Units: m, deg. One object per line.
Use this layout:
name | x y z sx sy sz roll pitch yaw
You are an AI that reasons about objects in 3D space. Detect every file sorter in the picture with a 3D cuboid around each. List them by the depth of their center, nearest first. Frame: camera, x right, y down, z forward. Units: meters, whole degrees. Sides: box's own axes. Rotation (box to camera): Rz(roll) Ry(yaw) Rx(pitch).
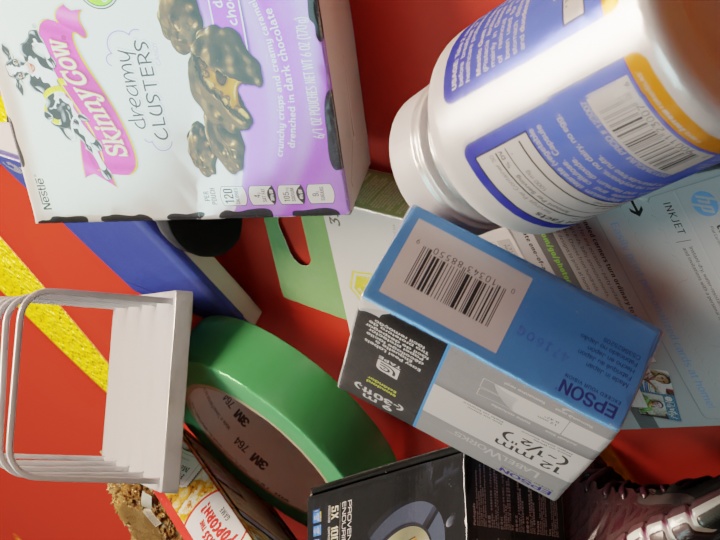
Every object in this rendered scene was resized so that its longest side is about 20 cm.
file sorter | -0.213 0.084 0.981 0.200 0.123 0.141 173 101 -66

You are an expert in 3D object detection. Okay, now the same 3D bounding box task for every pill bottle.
pill bottle | 0.102 -0.083 0.623 0.112 0.112 0.199 52 144 -10

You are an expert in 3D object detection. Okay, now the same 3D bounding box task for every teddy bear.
teddy bear | -0.186 0.223 1.251 0.144 0.067 0.202 -6 114 36

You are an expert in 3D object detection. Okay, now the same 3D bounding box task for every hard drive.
hard drive | -0.167 -0.027 0.948 0.131 0.026 0.200 18 159 33

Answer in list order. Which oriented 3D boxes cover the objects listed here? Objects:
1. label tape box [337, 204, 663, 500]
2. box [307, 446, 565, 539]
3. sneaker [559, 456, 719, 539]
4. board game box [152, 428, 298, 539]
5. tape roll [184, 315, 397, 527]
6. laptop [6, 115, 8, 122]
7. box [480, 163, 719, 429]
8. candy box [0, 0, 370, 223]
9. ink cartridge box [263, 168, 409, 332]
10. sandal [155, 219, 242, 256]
label tape box | 0.065 0.062 0.728 0.142 0.066 0.200 27 154 6
box | 0.045 0.225 0.817 0.085 0.202 0.163 15 155 -35
sneaker | 0.164 0.134 0.808 0.200 0.075 0.116 -39 52 29
board game box | -0.092 0.213 1.047 0.152 0.046 0.200 48 176 -38
tape roll | -0.062 0.122 1.002 0.199 0.048 0.201 31 153 18
laptop | -0.220 -0.161 0.866 0.176 0.104 0.200 12 159 36
box | 0.168 0.014 0.710 0.199 0.041 0.157 -11 117 50
candy box | -0.104 -0.117 0.751 0.197 0.072 0.169 -1 120 14
ink cartridge box | 0.000 0.000 0.859 0.198 0.048 0.147 16 134 32
sandal | -0.100 -0.086 0.846 0.043 0.076 0.202 23 136 27
